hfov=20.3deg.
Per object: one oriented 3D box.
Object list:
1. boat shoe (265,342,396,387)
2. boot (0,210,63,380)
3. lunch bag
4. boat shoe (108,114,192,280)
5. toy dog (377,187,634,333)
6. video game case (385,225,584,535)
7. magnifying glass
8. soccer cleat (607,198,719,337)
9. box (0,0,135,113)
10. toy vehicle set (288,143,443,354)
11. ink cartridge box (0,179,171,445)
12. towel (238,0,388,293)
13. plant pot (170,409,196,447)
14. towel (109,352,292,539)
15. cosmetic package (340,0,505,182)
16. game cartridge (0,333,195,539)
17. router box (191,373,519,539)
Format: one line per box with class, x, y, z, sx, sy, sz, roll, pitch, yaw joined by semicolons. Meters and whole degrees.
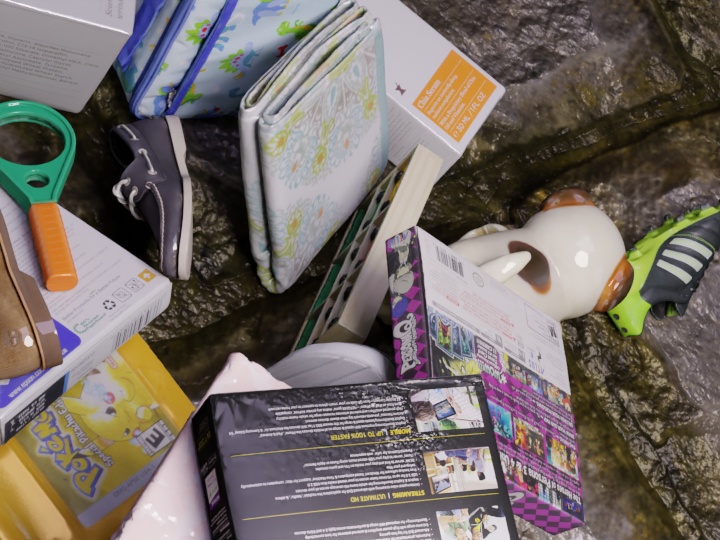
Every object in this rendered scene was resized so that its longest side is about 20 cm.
boat shoe;-0.036;0.087;1.558;0.071;0.199;0.072;-31;102;-44
boot;-0.289;-0.001;1.478;0.075;0.074;0.200;-20;55;-17
lunch bag;-0.113;-0.206;1.667;0.160;0.200;0.083;-7;61;-34
boat shoe;-0.169;-0.058;1.614;0.062;0.073;0.200;-1;36;-10
toy dog;0.131;0.003;1.703;0.199;0.194;0.140;-22;65;-29
video game case;0.095;0.085;1.514;0.200;0.036;0.182;32;44;-45
magnifying glass;-0.253;-0.061;1.578;0.079;0.022;0.201;-4;46;-20
soccer cleat;0.292;-0.004;1.876;0.200;0.067;0.081;-30;99;-36
box;-0.293;-0.263;1.642;0.199;0.131;0.200;13;59;-22
toy vehicle set;0.000;0.000;1.667;0.026;0.124;0.201;32;53;-10
ink cartridge box;-0.282;0.017;1.535;0.200;0.044;0.198;34;48;17
towel;-0.039;-0.104;1.670;0.048;0.201;0.171;23;51;25
plant pot;-0.058;0.224;1.467;0.195;0.200;0.197;0;65;-29
towel;-0.052;0.179;1.349;0.200;0.032;0.191;36;52;-7
cosmetic package;0.020;-0.180;1.808;0.200;0.071;0.102;38;53;-5
game cartridge;-0.223;0.128;1.533;0.200;0.032;0.177;-35;84;-38
router box;-0.001;0.151;1.327;0.199;0.051;0.150;-3;66;-22
